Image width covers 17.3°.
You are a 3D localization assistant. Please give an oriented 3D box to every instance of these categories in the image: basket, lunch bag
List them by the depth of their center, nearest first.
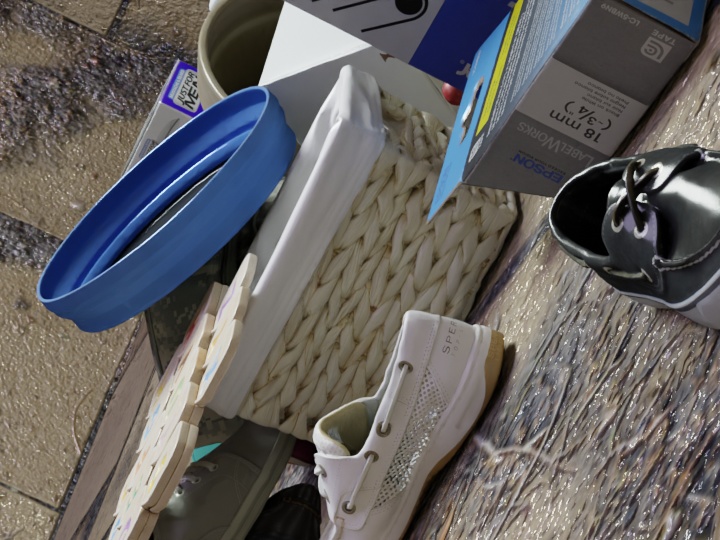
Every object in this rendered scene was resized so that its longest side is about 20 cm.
[{"bbox_3d":[0.000,0.000,1.429,0.136,0.123,0.201,-89,25,-70],"label":"basket"},{"bbox_3d":[-0.053,0.018,1.618,0.200,0.167,0.140,-89,-10,-70],"label":"lunch bag"}]

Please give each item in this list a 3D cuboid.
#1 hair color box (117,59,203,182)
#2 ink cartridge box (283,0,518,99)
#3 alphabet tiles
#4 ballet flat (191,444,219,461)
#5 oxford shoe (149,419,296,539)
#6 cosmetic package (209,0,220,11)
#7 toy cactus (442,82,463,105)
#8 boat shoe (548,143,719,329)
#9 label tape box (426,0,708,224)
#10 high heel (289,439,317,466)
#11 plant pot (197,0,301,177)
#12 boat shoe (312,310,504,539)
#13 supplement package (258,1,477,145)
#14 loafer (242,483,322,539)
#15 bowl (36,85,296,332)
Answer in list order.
[{"bbox_3d":[-0.088,-0.079,1.959,0.109,0.199,0.065,-57,11,44],"label":"hair color box"},{"bbox_3d":[0.042,-0.171,1.399,0.094,0.199,0.044,-59,9,33],"label":"ink cartridge box"},{"bbox_3d":[-0.112,0.090,1.394,0.200,0.015,0.196,-83,19,-61],"label":"alphabet tiles"},{"bbox_3d":[-0.070,0.078,1.906,0.201,0.072,0.072,-63,8,11],"label":"ballet flat"},{"bbox_3d":[-0.097,0.144,1.449,0.200,0.058,0.075,-58,10,-26],"label":"oxford shoe"},{"bbox_3d":[0.009,-0.261,1.894,0.168,0.199,0.167,-59,9,27],"label":"cosmetic package"},{"bbox_3d":[0.112,-0.197,1.511,0.165,0.102,0.200,-37,19,31],"label":"toy cactus"},{"bbox_3d":[0.121,-0.018,0.933,0.069,0.056,0.200,-65,8,-7],"label":"boat shoe"},{"bbox_3d":[0.116,-0.118,1.250,0.200,0.063,0.145,-56,12,48],"label":"label tape box"},{"bbox_3d":[-0.044,0.082,1.679,0.200,0.067,0.096,-22,-52,-83],"label":"high heel"},{"bbox_3d":[-0.029,-0.098,1.793,0.174,0.199,0.200,98,-173,-45],"label":"plant pot"},{"bbox_3d":[0.006,0.098,1.278,0.071,0.069,0.200,-81,18,-59],"label":"boat shoe"},{"bbox_3d":[0.023,-0.167,1.638,0.117,0.117,0.200,-17,37,28],"label":"supplement package"},{"bbox_3d":[-0.074,0.199,1.514,0.200,0.073,0.072,-38,23,52],"label":"loafer"},{"bbox_3d":[-0.122,-0.037,1.520,0.200,0.039,0.201,-38,17,14],"label":"bowl"}]
